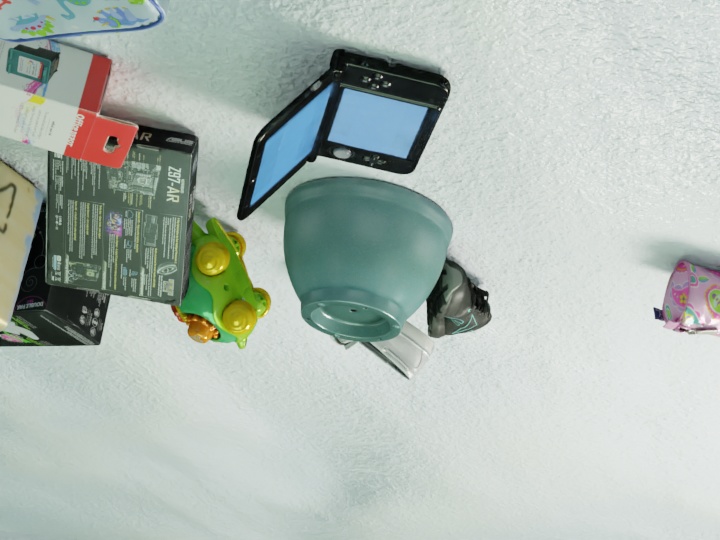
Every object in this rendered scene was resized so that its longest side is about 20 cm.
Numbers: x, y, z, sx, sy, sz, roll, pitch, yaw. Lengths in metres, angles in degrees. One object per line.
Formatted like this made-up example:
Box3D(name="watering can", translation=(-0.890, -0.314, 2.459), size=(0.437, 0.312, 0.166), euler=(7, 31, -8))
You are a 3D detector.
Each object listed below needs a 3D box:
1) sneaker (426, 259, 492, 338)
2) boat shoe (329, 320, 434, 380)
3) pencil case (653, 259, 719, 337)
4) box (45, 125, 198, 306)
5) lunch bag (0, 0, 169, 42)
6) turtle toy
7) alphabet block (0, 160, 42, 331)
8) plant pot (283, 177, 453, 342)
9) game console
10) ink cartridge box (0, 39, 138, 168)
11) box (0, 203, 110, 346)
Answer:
Box3D(name="sneaker", translation=(0.123, 0.032, 1.827), size=(0.078, 0.076, 0.200), euler=(0, 166, -1))
Box3D(name="boat shoe", translation=(-0.003, 0.071, 1.898), size=(0.199, 0.069, 0.072), euler=(33, 168, -10))
Box3D(name="pencil case", translation=(0.443, 0.050, 1.700), size=(0.198, 0.088, 0.088), euler=(13, 157, -8))
Box3D(name="box", translation=(-0.266, -0.065, 1.648), size=(0.159, 0.044, 0.201), euler=(9, 122, 2))
Box3D(name="lunch bag", translation=(-0.265, -0.265, 1.270), size=(0.198, 0.083, 0.161), euler=(-1, 154, 24))
Box3D(name="turtle toy", translation=(-0.187, 0.005, 1.776), size=(0.100, 0.201, 0.146), euler=(-24, -176, 9))
Box3D(name="alphabet block", translation=(-0.521, -0.049, 1.737), size=(0.195, 0.197, 0.200), euler=(-5, 152, 28))
Box3D(name="plant pot", translation=(0.000, 0.000, 1.705), size=(0.198, 0.135, 0.201), euler=(8, 157, 3))
Box3D(name="game console", translation=(-0.019, -0.117, 1.467), size=(0.174, 0.117, 0.200), euler=(13, 157, -6))
Box3D(name="ink cartridge box", translation=(-0.324, -0.179, 1.511), size=(0.198, 0.068, 0.116), euler=(16, 157, -14))
Box3D(name="box", translation=(-0.427, 0.008, 1.882), size=(0.198, 0.150, 0.124), euler=(-2, 156, 26))
